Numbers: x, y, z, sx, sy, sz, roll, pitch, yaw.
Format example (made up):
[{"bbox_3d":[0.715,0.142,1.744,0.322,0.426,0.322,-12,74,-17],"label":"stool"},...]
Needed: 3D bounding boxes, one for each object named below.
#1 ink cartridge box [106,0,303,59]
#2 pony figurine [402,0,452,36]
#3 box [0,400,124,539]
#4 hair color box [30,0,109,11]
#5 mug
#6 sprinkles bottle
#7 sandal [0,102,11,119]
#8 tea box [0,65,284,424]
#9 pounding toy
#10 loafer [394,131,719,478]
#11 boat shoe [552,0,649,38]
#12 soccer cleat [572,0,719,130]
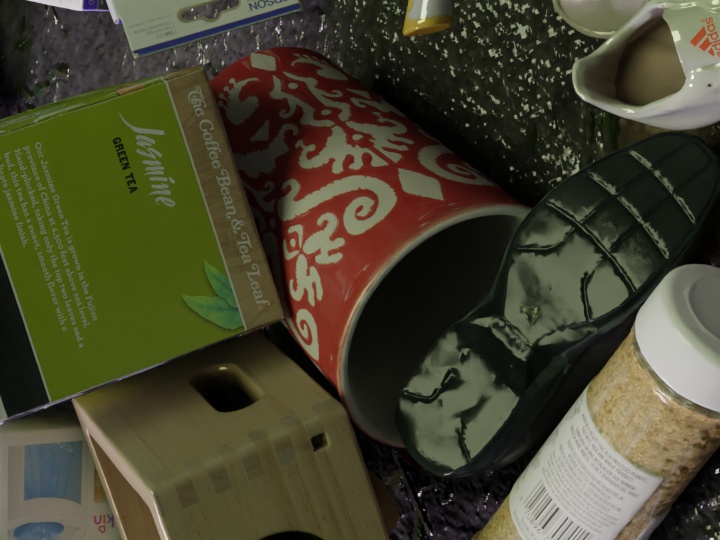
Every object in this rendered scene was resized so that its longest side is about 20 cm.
[{"bbox_3d":[-0.107,-0.205,1.513,0.039,0.099,0.200,94,159,-66],"label":"ink cartridge box"},{"bbox_3d":[0.056,-0.218,1.207,0.193,0.166,0.200,165,96,-68],"label":"pony figurine"},{"bbox_3d":[-0.122,0.124,1.469,0.101,0.200,0.113,13,104,58],"label":"box"},{"bbox_3d":[-0.205,-0.221,1.645,0.200,0.065,0.109,14,104,40],"label":"hair color box"},{"bbox_3d":[-0.009,-0.002,1.381,0.200,0.133,0.178,45,124,45],"label":"mug"},{"bbox_3d":[0.120,0.086,1.268,0.068,0.068,0.200,60,135,30],"label":"sprinkles bottle"},{"bbox_3d":[-0.276,-0.161,1.770,0.055,0.082,0.200,-50,44,14],"label":"sandal"},{"bbox_3d":[-0.171,-0.006,1.366,0.200,0.197,0.134,0,108,69],"label":"tea box"},{"bbox_3d":[-0.025,0.141,1.337,0.200,0.142,0.184,36,146,66],"label":"pounding toy"},{"bbox_3d":[0.100,0.016,1.285,0.200,0.072,0.073,-46,63,17],"label":"loafer"},{"bbox_3d":[0.155,-0.180,1.227,0.067,0.057,0.200,38,134,1],"label":"boat shoe"},{"bbox_3d":[0.175,-0.107,1.175,0.200,0.078,0.069,-29,70,47],"label":"soccer cleat"}]
